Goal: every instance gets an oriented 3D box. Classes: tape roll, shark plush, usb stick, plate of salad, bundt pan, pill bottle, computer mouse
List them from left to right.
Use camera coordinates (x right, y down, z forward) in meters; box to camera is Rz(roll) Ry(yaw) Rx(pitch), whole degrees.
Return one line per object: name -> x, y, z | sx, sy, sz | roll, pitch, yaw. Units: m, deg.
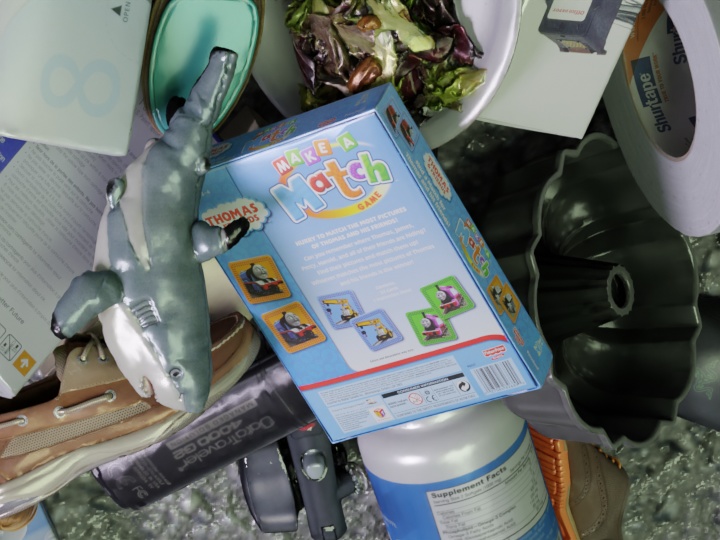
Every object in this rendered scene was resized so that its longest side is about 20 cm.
shark plush -> -0.098, -0.025, 1.407 | 0.200, 0.083, 0.091 | -70, 160, -2
usb stick -> -0.081, 0.093, 1.565 | 0.200, 0.033, 0.055 | -28, 113, 22
plate of salad -> 0.000, -0.160, 1.405 | 0.048, 0.200, 0.200 | -21, 135, -56
pill bottle -> 0.062, 0.131, 1.632 | 0.112, 0.112, 0.200 | -22, 116, -8
bundt pan -> 0.134, 0.015, 1.573 | 0.202, 0.076, 0.202 | 10, 77, -51
tape roll -> 0.205, -0.124, 1.478 | 0.066, 0.200, 0.201 | -16, 123, -15
computer mouse -> 0.283, 0.072, 1.727 | 0.200, 0.053, 0.139 | 10, 115, -26

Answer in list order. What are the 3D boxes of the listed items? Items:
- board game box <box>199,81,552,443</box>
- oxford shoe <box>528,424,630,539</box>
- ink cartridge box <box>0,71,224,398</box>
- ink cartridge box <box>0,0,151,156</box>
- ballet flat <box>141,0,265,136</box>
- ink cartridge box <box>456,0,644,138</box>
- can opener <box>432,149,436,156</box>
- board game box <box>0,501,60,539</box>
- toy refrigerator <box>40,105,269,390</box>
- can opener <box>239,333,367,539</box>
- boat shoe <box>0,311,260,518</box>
board game box -> 0.000, 0.000, 1.443 | 0.151, 0.037, 0.200 | -17, 118, 31
oxford shoe -> 0.142, 0.135, 1.709 | 0.073, 0.071, 0.200 | -32, 133, -25
ink cartridge box -> -0.206, -0.066, 1.425 | 0.198, 0.047, 0.200 | 48, 68, -26
ink cartridge box -> -0.210, -0.157, 1.357 | 0.200, 0.047, 0.160 | 9, 92, -32
ballet flat -> -0.088, -0.174, 1.423 | 0.068, 0.072, 0.200 | 2, 118, -11
ink cartridge box -> 0.105, -0.198, 1.441 | 0.084, 0.145, 0.200 | 11, 114, -29
can opener -> 0.027, -0.052, 1.542 | 0.063, 0.079, 0.200 | 7, 139, 20
board game box -> -0.286, 0.207, 1.584 | 0.200, 0.043, 0.199 | -24, 126, -8
toy refrigerator -> -0.106, 0.001, 1.523 | 0.076, 0.070, 0.200 | 39, 99, -27
can opener -> -0.041, 0.092, 1.603 | 0.078, 0.063, 0.200 | -14, 123, -13
boat shoe -> -0.154, 0.072, 1.463 | 0.200, 0.076, 0.072 | -29, 104, -6
